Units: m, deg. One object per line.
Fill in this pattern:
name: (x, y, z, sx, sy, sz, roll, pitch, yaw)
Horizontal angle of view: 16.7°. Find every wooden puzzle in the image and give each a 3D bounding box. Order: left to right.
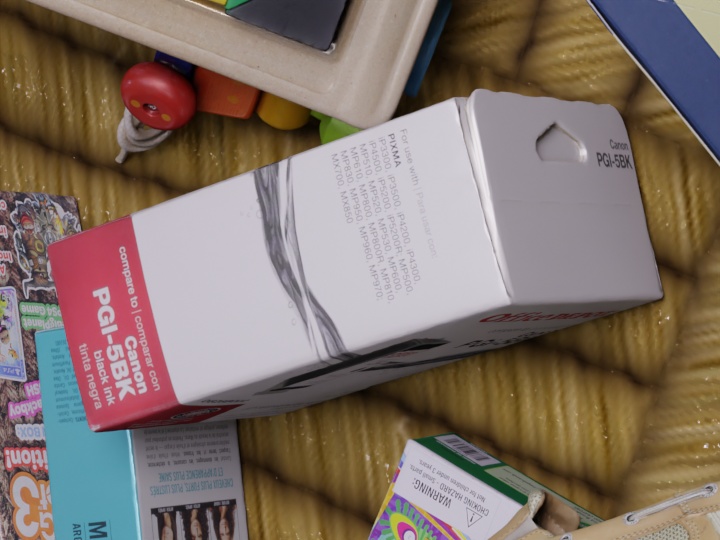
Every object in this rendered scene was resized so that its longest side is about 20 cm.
wooden puzzle: (-0.052, -0.167, 0.922, 0.199, 0.037, 0.186, 22, 109, 3)

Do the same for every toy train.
toy train: (-0.037, -0.078, 1.055, 0.115, 0.085, 0.200, 27, 147, 1)

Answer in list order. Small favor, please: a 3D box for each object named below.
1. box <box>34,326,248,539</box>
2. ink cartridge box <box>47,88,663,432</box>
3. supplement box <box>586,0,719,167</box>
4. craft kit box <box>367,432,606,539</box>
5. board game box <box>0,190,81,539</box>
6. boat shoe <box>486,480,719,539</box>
box: (-0.090, 0.122, 1.077, 0.049, 0.082, 0.201, -9, 84, 32)
ink cartridge box: (0.000, 0.000, 0.987, 0.199, 0.147, 0.083, -18, 81, 30)
supplement box: (0.207, -0.088, 0.767, 0.200, 0.134, 0.200, -38, 95, 19)
craft kit box: (0.069, 0.199, 1.004, 0.200, 0.048, 0.198, 28, 106, 28)
board game box: (-0.204, 0.078, 1.136, 0.159, 0.097, 0.201, -16, 81, 30)
boat shoe: (0.072, 0.122, 0.949, 0.199, 0.072, 0.076, -14, 64, 25)
